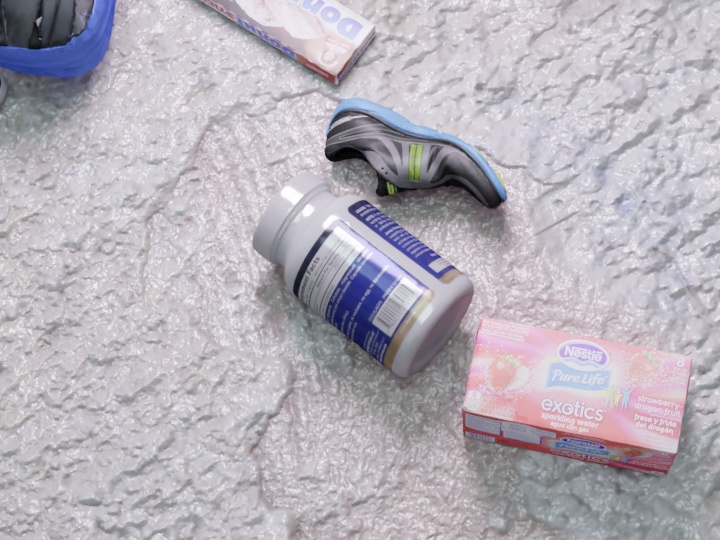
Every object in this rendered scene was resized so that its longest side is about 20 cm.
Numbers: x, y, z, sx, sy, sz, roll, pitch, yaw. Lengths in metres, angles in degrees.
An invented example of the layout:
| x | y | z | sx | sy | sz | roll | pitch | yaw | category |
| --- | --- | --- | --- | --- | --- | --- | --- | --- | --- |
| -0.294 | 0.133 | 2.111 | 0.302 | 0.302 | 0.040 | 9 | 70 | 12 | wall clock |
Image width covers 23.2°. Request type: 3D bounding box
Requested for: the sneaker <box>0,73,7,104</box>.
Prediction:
| x | y | z | sx | sy | sz | roll | pitch | yaw | category |
| --- | --- | --- | --- | --- | --- | --- | --- | --- | --- |
| -0.460 | -0.172 | 1.771 | 0.199 | 0.099 | 0.071 | -17 | 69 | -3 | sneaker |

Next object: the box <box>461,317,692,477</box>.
| x | y | z | sx | sy | sz | roll | pitch | yaw | category |
| --- | --- | --- | --- | --- | --- | --- | --- | --- | --- |
| 0.198 | 0.118 | 1.625 | 0.199 | 0.103 | 0.095 | 11 | 72 | 8 | box |

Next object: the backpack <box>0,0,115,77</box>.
| x | y | z | sx | sy | sz | roll | pitch | yaw | category |
| --- | --- | --- | --- | --- | --- | --- | --- | --- | --- |
| -0.311 | -0.294 | 1.765 | 0.161 | 0.168 | 0.201 | 3 | 76 | 8 | backpack |

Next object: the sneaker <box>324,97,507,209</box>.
| x | y | z | sx | sy | sz | roll | pitch | yaw | category |
| --- | --- | --- | --- | --- | --- | --- | --- | --- | --- |
| 0.054 | -0.101 | 1.731 | 0.199 | 0.071 | 0.083 | 23 | 80 | 16 | sneaker |

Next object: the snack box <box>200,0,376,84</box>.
| x | y | z | sx | sy | sz | roll | pitch | yaw | category |
| --- | --- | --- | --- | --- | --- | --- | --- | --- | --- |
| -0.085 | -0.272 | 1.817 | 0.199 | 0.024 | 0.072 | 33 | 75 | 14 | snack box |

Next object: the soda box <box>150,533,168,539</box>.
| x | y | z | sx | sy | sz | roll | pitch | yaw | category |
| --- | --- | --- | --- | --- | --- | --- | --- | --- | --- |
| -0.124 | 0.326 | 1.595 | 0.200 | 0.068 | 0.064 | 35 | 77 | 14 | soda box |

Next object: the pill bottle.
| x | y | z | sx | sy | sz | roll | pitch | yaw | category |
| --- | --- | --- | --- | --- | --- | --- | --- | --- | --- |
| 0.000 | 0.000 | 1.671 | 0.200 | 0.116 | 0.116 | 38 | 78 | 15 | pill bottle |
